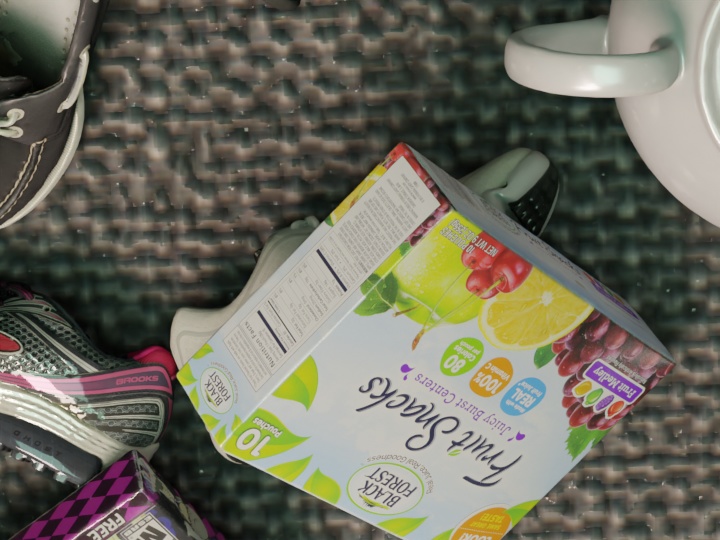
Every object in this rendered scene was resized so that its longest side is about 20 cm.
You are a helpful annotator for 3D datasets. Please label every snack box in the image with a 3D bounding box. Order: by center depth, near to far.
[{"bbox_3d":[0.033,0.044,1.097,0.142,0.053,0.200,-45,141,12],"label":"snack box"}]

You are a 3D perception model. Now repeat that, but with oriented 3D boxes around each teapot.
[{"bbox_3d":[0.196,-0.093,1.072,0.200,0.146,0.197,-44,98,11],"label":"teapot"}]

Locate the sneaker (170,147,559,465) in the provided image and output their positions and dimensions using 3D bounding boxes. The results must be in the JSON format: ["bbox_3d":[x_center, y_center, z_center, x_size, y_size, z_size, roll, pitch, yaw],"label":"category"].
[{"bbox_3d":[0.000,0.000,1.141,0.200,0.075,0.081,-36,63,-2],"label":"sneaker"}]

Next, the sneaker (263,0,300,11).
[{"bbox_3d":[-0.070,-0.196,1.095,0.200,0.071,0.099,43,99,-9],"label":"sneaker"}]

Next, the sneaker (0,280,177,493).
[{"bbox_3d":[-0.181,0.033,1.155,0.199,0.081,0.075,27,86,-11],"label":"sneaker"}]

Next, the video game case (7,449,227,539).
[{"bbox_3d":[-0.128,0.199,1.173,0.200,0.036,0.181,-35,124,9],"label":"video game case"}]

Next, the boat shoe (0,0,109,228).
[{"bbox_3d":[-0.150,-0.096,1.108,0.074,0.060,0.201,33,118,3],"label":"boat shoe"}]
